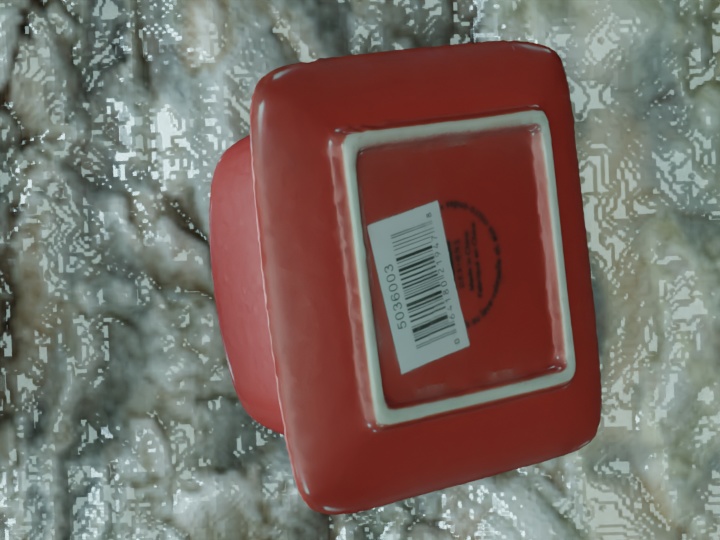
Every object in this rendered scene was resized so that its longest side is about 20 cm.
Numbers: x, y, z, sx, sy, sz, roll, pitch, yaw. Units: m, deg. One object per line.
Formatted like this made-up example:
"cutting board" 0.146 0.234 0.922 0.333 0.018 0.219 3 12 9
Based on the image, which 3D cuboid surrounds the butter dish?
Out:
"butter dish" 0.000 0.000 1.110 0.199 0.148 0.200 -10 95 -41
